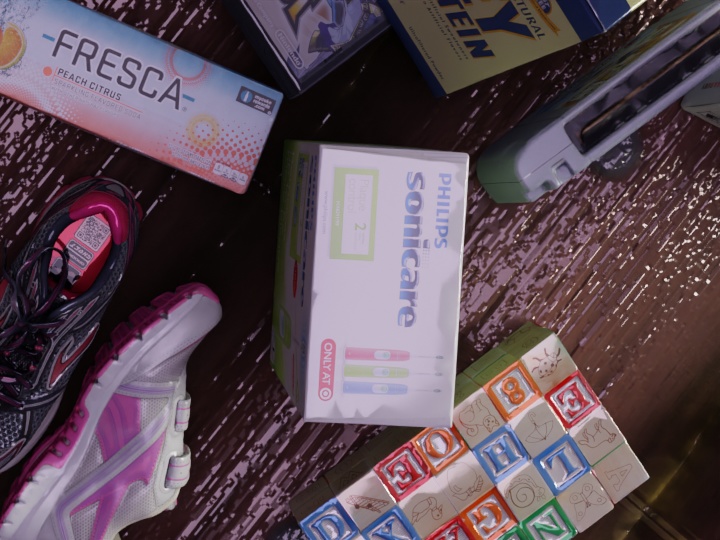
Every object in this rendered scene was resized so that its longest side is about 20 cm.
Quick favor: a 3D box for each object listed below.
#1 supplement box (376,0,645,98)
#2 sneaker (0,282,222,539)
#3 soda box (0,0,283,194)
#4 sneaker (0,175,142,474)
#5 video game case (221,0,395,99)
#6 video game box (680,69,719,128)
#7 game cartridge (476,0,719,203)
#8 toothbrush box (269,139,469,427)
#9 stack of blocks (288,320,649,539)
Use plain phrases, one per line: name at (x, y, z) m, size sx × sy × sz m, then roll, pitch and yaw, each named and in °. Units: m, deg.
supplement box at (0.120, -0.221, 0.909) m, size 0.199 × 0.200 × 0.135 m, roll -37°, pitch 100°, yaw -21°
sneaker at (-0.137, 0.100, 0.985) m, size 0.088 × 0.081 × 0.201 m, roll 33°, pitch 98°, yaw -12°
soda box at (-0.150, -0.114, 0.967) m, size 0.198 × 0.064 × 0.069 m, roll 23°, pitch 91°, yaw -11°
sneaker at (-0.199, 0.032, 0.967) m, size 0.080 × 0.075 × 0.201 m, roll 27°, pitch 91°, yaw -10°
video game case at (-0.029, -0.236, 0.968) m, size 0.180 × 0.025 × 0.201 m, roll -39°, pitch 100°, yaw -22°
video game box at (0.318, -0.078, 0.986) m, size 0.199 × 0.182 × 0.047 m, roll 25°, pitch 91°, yaw -11°
game cartridge at (0.161, -0.111, 0.981) m, size 0.199 × 0.133 × 0.042 m, roll -37°, pitch 100°, yaw -5°
toothbrush box at (0.000, 0.000, 0.933) m, size 0.085 × 0.200 × 0.147 m, roll 3°, pitch 96°, yaw -10°
stack of blocks at (0.068, 0.140, 1.027) m, size 0.199 × 0.059 × 0.116 m, roll -35°, pitch 100°, yaw -5°
